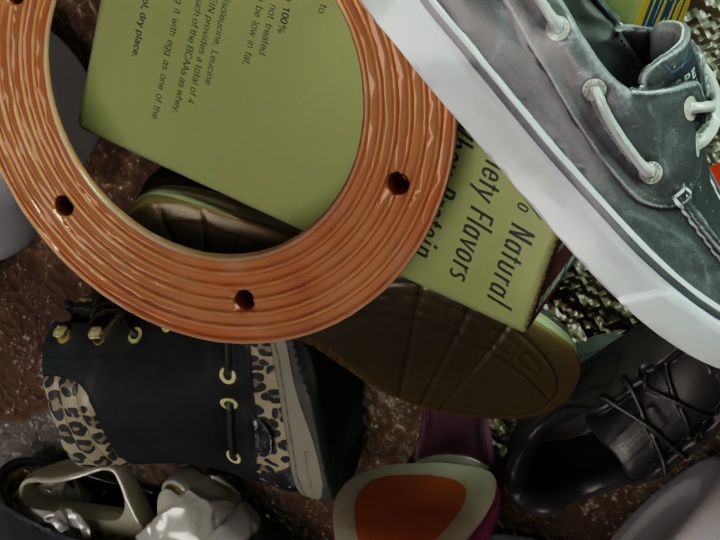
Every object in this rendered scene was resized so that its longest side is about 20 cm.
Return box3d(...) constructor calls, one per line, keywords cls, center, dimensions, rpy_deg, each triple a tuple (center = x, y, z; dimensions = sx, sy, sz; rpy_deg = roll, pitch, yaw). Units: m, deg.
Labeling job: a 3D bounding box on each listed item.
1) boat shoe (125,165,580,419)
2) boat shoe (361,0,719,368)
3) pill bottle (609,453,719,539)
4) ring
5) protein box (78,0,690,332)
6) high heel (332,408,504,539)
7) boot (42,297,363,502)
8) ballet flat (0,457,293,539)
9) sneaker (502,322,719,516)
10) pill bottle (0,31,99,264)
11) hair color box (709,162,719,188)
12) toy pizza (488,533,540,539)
box3d(cls="boat shoe", center=(0.000, 0.000, 0.722), dimensions=(0.198, 0.065, 0.074), rpy_deg=(22, 129, -9))
box3d(cls="boat shoe", center=(0.085, -0.050, 0.567), dimensions=(0.068, 0.072, 0.200), rpy_deg=(-38, 105, 24))
box3d(cls="pill bottle", center=(0.195, 0.183, 0.762), dimensions=(0.200, 0.104, 0.104), rpy_deg=(45, 124, -1))
box3d(cls="ring", center=(-0.056, -0.069, 0.641), dimensions=(0.198, 0.019, 0.203), rpy_deg=(8, 113, 20))
box3d(cls="protein box", center=(0.023, -0.124, 0.676), dimensions=(0.198, 0.135, 0.200), rpy_deg=(24, 121, 13))
box3d(cls="high heel", center=(0.031, 0.122, 0.753), dimensions=(0.067, 0.200, 0.097), rpy_deg=(6, 111, 15))
box3d(cls="boot", center=(-0.086, 0.016, 0.828), dimensions=(0.152, 0.074, 0.206), rpy_deg=(1, 117, 23))
box3d(cls="ballet flat", center=(-0.110, 0.132, 0.901), dimensions=(0.198, 0.073, 0.074), rpy_deg=(7, 117, 24))
box3d(cls="sneaker", center=(0.138, 0.045, 0.731), dimensions=(0.076, 0.091, 0.200), rpy_deg=(46, 122, -1))
box3d(cls="pill bottle", center=(-0.219, -0.040, 0.842), dimensions=(0.199, 0.112, 0.113), rpy_deg=(-31, 99, 33))
box3d(cls="hair color box", center=(0.222, -0.016, 0.642), dimensions=(0.198, 0.061, 0.102), rpy_deg=(-21, 104, 10))
box3d(cls="toy pizza", center=(0.083, 0.224, 0.876), dimensions=(0.198, 0.032, 0.202), rpy_deg=(11, 118, 21))
